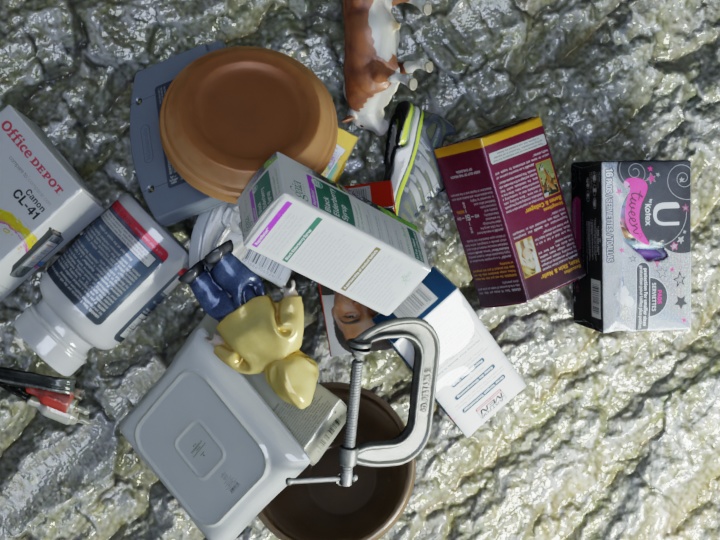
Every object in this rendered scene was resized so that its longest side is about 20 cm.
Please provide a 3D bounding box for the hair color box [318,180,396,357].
[{"bbox_3d":[0.000,0.000,1.662,0.101,0.061,0.201,-8,125,2],"label":"hair color box"}]

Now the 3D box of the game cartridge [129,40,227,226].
[{"bbox_3d":[-0.199,-0.154,1.633,0.133,0.042,0.201,-21,63,21],"label":"game cartridge"}]

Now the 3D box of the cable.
[{"bbox_3d":[-0.405,0.137,1.655,0.199,0.097,0.051,13,73,-9],"label":"cable"}]

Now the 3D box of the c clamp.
[{"bbox_3d":[0.014,0.147,1.585,0.170,0.027,0.201,6,100,-28],"label":"c clamp"}]

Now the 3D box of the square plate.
[{"bbox_3d":[-0.177,0.200,1.642,0.198,0.028,0.200,49,124,10],"label":"square plate"}]

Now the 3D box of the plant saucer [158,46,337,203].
[{"bbox_3d":[-0.122,-0.168,1.577,0.199,0.038,0.201,3,64,-6],"label":"plant saucer"}]

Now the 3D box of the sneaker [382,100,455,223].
[{"bbox_3d":[0.066,-0.097,1.711,0.080,0.074,0.201,10,95,-13],"label":"sneaker"}]

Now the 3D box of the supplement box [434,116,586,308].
[{"bbox_3d":[0.178,-0.068,1.696,0.110,0.085,0.201,-22,98,-38],"label":"supplement box"}]

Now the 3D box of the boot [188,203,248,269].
[{"bbox_3d":[-0.121,-0.064,1.616,0.073,0.095,0.201,19,91,-52],"label":"boot"}]

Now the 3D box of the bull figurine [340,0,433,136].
[{"bbox_3d":[0.023,-0.257,1.669,0.065,0.121,0.201,-17,103,-50],"label":"bull figurine"}]

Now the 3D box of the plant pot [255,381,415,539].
[{"bbox_3d":[-0.029,0.240,1.691,0.200,0.093,0.202,-4,70,11],"label":"plant pot"}]

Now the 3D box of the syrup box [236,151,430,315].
[{"bbox_3d":[-0.029,-0.038,1.536,0.199,0.079,0.081,28,118,-29],"label":"syrup box"}]

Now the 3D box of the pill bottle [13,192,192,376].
[{"bbox_3d":[-0.298,0.020,1.647,0.200,0.120,0.120,-45,98,-3],"label":"pill bottle"}]

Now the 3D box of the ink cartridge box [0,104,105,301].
[{"bbox_3d":[-0.417,-0.065,1.624,0.200,0.086,0.148,-43,75,-1],"label":"ink cartridge box"}]

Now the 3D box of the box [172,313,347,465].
[{"bbox_3d":[-0.114,0.135,1.659,0.200,0.068,0.082,35,82,21],"label":"box"}]

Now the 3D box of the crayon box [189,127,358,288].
[{"bbox_3d":[-0.102,-0.096,1.698,0.125,0.052,0.201,27,91,-8],"label":"crayon box"}]

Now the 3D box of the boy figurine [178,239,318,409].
[{"bbox_3d":[-0.109,0.061,1.577,0.124,0.064,0.200,-39,91,15],"label":"boy figurine"}]

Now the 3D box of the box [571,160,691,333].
[{"bbox_3d":[0.325,-0.032,1.714,0.114,0.132,0.201,-3,94,-8],"label":"box"}]

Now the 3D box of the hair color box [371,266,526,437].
[{"bbox_3d":[0.106,0.098,1.685,0.100,0.061,0.200,-40,130,-3],"label":"hair color box"}]
